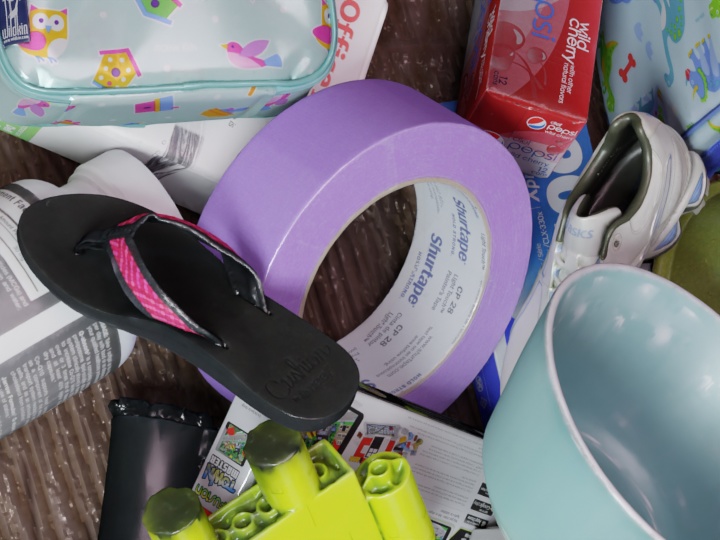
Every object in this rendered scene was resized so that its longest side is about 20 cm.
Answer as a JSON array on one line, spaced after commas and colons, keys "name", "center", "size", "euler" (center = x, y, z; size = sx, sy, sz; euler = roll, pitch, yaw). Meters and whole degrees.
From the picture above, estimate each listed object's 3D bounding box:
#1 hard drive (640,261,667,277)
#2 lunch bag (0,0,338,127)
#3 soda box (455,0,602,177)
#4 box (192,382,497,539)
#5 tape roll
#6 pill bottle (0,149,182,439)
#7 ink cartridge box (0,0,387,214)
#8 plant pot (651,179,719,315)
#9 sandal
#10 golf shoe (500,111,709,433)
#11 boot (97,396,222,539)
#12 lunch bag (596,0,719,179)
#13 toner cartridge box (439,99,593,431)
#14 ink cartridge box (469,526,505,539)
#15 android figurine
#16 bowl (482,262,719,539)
[{"name": "hard drive", "center": [0.215, 0.093, 1.560], "size": [0.139, 0.033, 0.201], "euler": [-3, 79, -45]}, {"name": "lunch bag", "center": [-0.116, -0.160, 1.396], "size": [0.199, 0.077, 0.162], "euler": [-3, 80, -19]}, {"name": "soda box", "center": [0.103, -0.156, 1.541], "size": [0.063, 0.070, 0.201], "euler": [17, 57, -10]}, {"name": "box", "center": [-0.001, 0.120, 1.429], "size": [0.199, 0.035, 0.111], "euler": [24, 93, -46]}, {"name": "tape roll", "center": [0.000, 0.000, 1.444], "size": [0.199, 0.066, 0.201], "euler": [-24, 129, -33]}, {"name": "pill bottle", "center": [-0.191, 0.023, 1.403], "size": [0.199, 0.116, 0.117], "euler": [-31, 91, -24]}, {"name": "ink cartridge box", "center": [-0.104, -0.122, 1.481], "size": [0.199, 0.084, 0.146], "euler": [24, 73, -14]}, {"name": "plant pot", "center": [0.299, 0.023, 1.505], "size": [0.199, 0.189, 0.201], "euler": [16, 66, -40]}, {"name": "sandal", "center": [-0.084, 0.008, 1.329], "size": [0.199, 0.045, 0.075], "euler": [30, 52, 18]}, {"name": "golf shoe", "center": [0.122, 0.001, 1.473], "size": [0.078, 0.097, 0.201], "euler": [17, 78, 27]}, {"name": "boot", "center": [-0.132, 0.149, 1.423], "size": [0.197, 0.073, 0.164], "euler": [17, 76, -24]}, {"name": "lunch bag", "center": [0.202, -0.143, 1.536], "size": [0.082, 0.200, 0.162], "euler": [-5, 75, -17]}, {"name": "toner cartridge box", "center": [0.101, -0.005, 1.557], "size": [0.094, 0.043, 0.201], "euler": [-11, 84, -21]}, {"name": "ink cartridge box", "center": [0.099, 0.257, 1.435], "size": [0.146, 0.084, 0.201], "euler": [31, 71, -21]}, {"name": "android figurine", "center": [-0.043, 0.168, 1.365], "size": [0.181, 0.041, 0.201], "euler": [-32, 134, -14]}, {"name": "bowl", "center": [0.142, 0.107, 1.387], "size": [0.200, 0.105, 0.202], "euler": [27, 39, -25]}]
